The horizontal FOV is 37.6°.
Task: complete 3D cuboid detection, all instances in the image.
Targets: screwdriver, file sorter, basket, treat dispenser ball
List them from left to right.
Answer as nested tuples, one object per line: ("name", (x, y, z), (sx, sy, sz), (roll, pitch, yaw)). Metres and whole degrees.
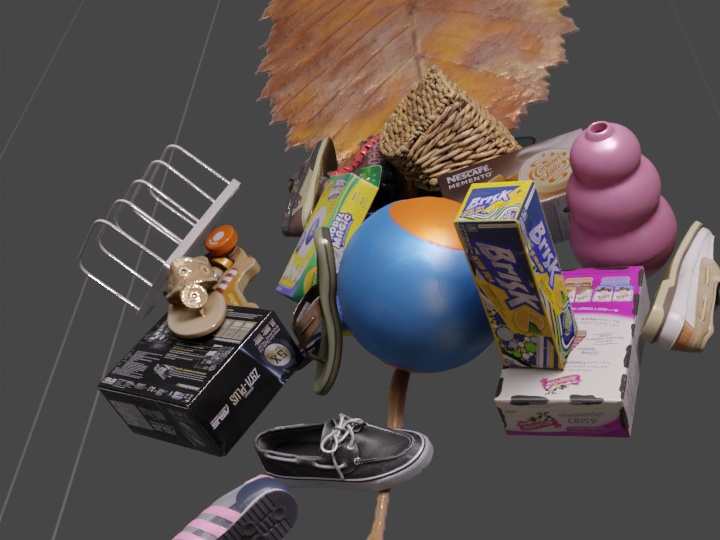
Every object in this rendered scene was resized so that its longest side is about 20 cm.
("file sorter", (-0.288, -0.063, 1.506), (0.139, 0.124, 0.200), (-50, 6, 47))
("screwdriver", (-0.124, 0.137, 1.309), (0.199, 0.029, 0.028), (-32, 37, -15))
("treat dispenser ball", (0.073, 0.017, 1.209), (0.199, 0.202, 0.202), (-15, 37, 12))
("basket", (0.122, -0.174, 1.483), (0.143, 0.149, 0.200), (-48, 18, 13))

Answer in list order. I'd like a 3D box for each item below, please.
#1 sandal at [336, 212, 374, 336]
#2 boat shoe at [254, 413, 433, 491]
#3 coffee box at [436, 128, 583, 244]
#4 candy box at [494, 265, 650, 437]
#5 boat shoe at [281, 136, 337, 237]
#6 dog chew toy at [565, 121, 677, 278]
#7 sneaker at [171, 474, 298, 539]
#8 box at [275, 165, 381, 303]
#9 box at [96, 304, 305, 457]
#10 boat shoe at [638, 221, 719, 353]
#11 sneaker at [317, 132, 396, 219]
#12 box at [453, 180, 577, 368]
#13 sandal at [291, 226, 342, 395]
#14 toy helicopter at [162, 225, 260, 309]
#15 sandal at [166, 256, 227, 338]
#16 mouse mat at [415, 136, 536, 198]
("sandal", (0.000, 0.000, 1.366), (0.079, 0.087, 0.201), (-3, 43, 23))
("boat shoe", (-0.022, 0.191, 1.155), (0.198, 0.068, 0.074), (-3, 41, 25))
("coffee box", (0.210, -0.090, 1.359), (0.199, 0.080, 0.115), (-17, 42, 8))
("candy box", (0.235, 0.086, 1.152), (0.135, 0.061, 0.201), (-3, 41, 26))
("boat shoe", (-0.077, -0.125, 1.573), (0.065, 0.072, 0.202), (-6, 45, 15))
("dog chew toy", (0.291, -0.082, 1.210), (0.124, 0.201, 0.125), (-15, 37, 11))
("sneaker", (-0.161, 0.290, 1.127), (0.199, 0.071, 0.082), (-30, 20, -12))
("box", (-0.039, -0.050, 1.370), (0.201, 0.048, 0.117), (-63, 15, -5))
("box", (-0.196, 0.125, 1.293), (0.199, 0.086, 0.164), (2, 43, 45))
("boat shoe", (0.363, 0.023, 1.160), (0.068, 0.075, 0.200), (25, 46, 13))
("sneaker", (0.021, -0.133, 1.533), (0.097, 0.071, 0.201), (20, 41, 21))
("box", (0.160, 0.007, 1.070), (0.070, 0.201, 0.064), (0, 42, 30))
("sandal", (-0.055, 0.048, 1.260), (0.057, 0.203, 0.080), (-4, 11, -8))
("toy helicopter", (-0.188, 0.034, 1.433), (0.132, 0.079, 0.200), (-35, 37, -5))
("sandal", (-0.220, 0.012, 1.331), (0.077, 0.070, 0.212), (-24, 24, -1))
("mouse mat", (0.157, -0.124, 1.498), (0.160, 0.008, 0.201), (-4, 42, 25))
